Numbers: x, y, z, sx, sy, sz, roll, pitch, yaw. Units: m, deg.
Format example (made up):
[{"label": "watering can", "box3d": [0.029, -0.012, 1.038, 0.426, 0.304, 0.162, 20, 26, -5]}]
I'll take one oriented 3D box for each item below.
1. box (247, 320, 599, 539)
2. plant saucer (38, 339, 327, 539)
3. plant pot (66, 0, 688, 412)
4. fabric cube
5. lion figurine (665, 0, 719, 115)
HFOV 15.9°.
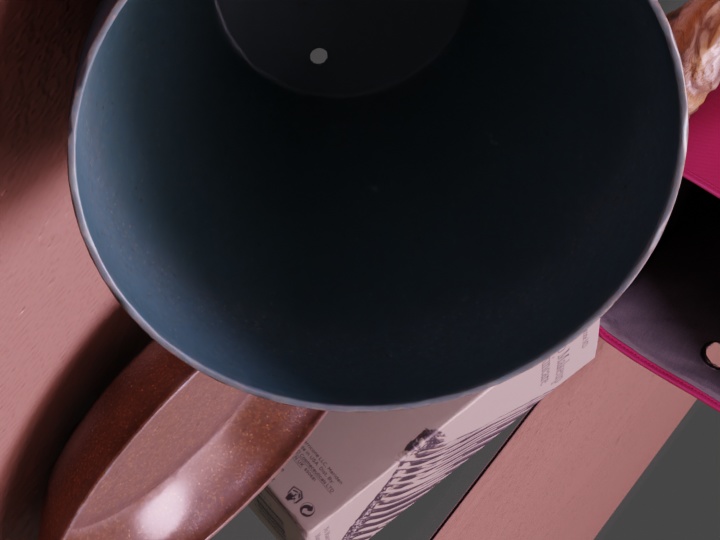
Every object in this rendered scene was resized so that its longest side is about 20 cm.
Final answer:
[{"label": "box", "box3d": [0.030, 0.067, 1.344, 0.200, 0.068, 0.082, -38, 160, -12]}, {"label": "plant saucer", "box3d": [-0.073, 0.067, 1.125, 0.200, 0.037, 0.201, -43, 163, -16]}, {"label": "plant pot", "box3d": [0.000, -0.072, 0.875, 0.135, 0.200, 0.200, -100, -148, -58]}, {"label": "fabric cube", "box3d": [0.313, -0.028, 1.899, 0.199, 0.196, 0.200, -47, 162, -38]}, {"label": "lion figurine", "box3d": [0.176, -0.086, 1.615, 0.123, 0.072, 0.200, -58, -177, -36]}]
